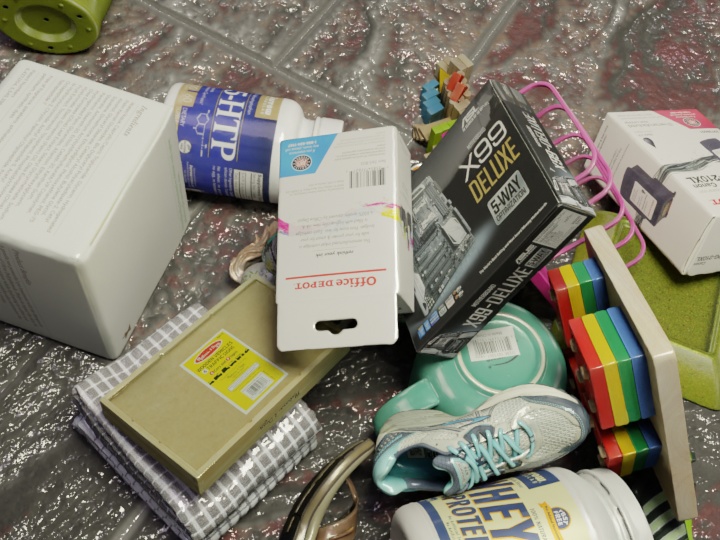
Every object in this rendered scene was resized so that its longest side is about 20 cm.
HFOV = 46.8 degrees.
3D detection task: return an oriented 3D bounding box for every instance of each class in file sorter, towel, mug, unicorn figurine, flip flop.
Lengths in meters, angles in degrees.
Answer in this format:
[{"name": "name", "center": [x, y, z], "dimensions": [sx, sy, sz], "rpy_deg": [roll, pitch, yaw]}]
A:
[{"name": "file sorter", "center": [0.200, -0.076, 0.869], "dimensions": [0.125, 0.200, 0.140], "rpy_deg": [-32, 52, 15]}, {"name": "towel", "center": [-0.160, 0.140, 0.797], "dimensions": [0.200, 0.086, 0.165], "rpy_deg": [40, 62, 18]}, {"name": "mug", "center": [0.119, 0.117, 0.820], "dimensions": [0.151, 0.115, 0.185], "rpy_deg": [30, 60, 13]}, {"name": "unicorn figurine", "center": [-0.070, 0.040, 0.883], "dimensions": [0.137, 0.074, 0.200], "rpy_deg": [-33, 51, -22]}, {"name": "flip flop", "center": [-0.038, 0.243, 0.755], "dimensions": [0.057, 0.081, 0.201], "rpy_deg": [33, 61, -5]}]

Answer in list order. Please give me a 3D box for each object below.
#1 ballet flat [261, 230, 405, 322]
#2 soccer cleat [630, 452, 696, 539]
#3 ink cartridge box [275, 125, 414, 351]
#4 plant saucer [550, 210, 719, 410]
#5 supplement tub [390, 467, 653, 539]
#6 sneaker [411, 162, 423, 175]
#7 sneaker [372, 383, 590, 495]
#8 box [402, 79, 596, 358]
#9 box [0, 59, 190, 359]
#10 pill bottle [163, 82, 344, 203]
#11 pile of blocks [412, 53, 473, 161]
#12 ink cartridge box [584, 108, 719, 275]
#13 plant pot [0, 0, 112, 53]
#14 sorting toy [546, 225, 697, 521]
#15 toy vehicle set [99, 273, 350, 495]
[{"name": "ballet flat", "center": [0.000, 0.000, 0.851], "dimensions": [0.198, 0.072, 0.073], "rpy_deg": [19, 56, -16]}, {"name": "soccer cleat", "center": [0.279, 0.253, 0.789], "dimensions": [0.080, 0.068, 0.201], "rpy_deg": [4, 51, 9]}, {"name": "ink cartridge box", "center": [-0.013, -0.021, 0.761], "dimensions": [0.114, 0.068, 0.202], "rpy_deg": [-5, 71, 15]}, {"name": "plant saucer", "center": [0.335, 0.027, 0.937], "dimensions": [0.198, 0.048, 0.201], "rpy_deg": [21, 58, 8]}, {"name": "supplement tub", "center": [0.137, 0.255, 0.720], "dimensions": [0.198, 0.146, 0.146], "rpy_deg": [-11, 60, -12]}, {"name": "sneaker", "center": [0.052, -0.069, 0.952], "dimensions": [0.198, 0.079, 0.080], "rpy_deg": [-12, 64, -26]}, {"name": "sneaker", "center": [0.102, 0.160, 0.722], "dimensions": [0.198, 0.078, 0.086], "rpy_deg": [-17, 12, 20]}, {"name": "box", "center": [0.101, -0.044, 0.754], "dimensions": [0.049, 0.200, 0.159], "rpy_deg": [12, 43, -35]}, {"name": "box", "center": [-0.292, -0.058, 0.837], "dimensions": [0.170, 0.200, 0.201], "rpy_deg": [19, 58, 5]}, {"name": "pill bottle", "center": [-0.122, -0.142, 0.954], "dimensions": [0.198, 0.120, 0.121], "rpy_deg": [8, 58, -1]}, {"name": "pile of blocks", "center": [0.108, -0.205, 1.049], "dimensions": [0.081, 0.062, 0.202], "rpy_deg": [1, 58, -5]}, {"name": "ink cartridge box", "center": [0.379, -0.096, 0.958], "dimensions": [0.143, 0.085, 0.201], "rpy_deg": [-7, 45, -23]}, {"name": "plant pot", "center": [-0.389, -0.391, 1.054], "dimensions": [0.198, 0.201, 0.195], "rpy_deg": [2, 70, -5]}, {"name": "sorting toy", "center": [0.234, 0.097, 0.773], "dimensions": [0.069, 0.200, 0.201], "rpy_deg": [-16, 32, 7]}, {"name": "toy vehicle set", "center": [-0.118, 0.094, 0.758], "dimensions": [0.124, 0.027, 0.200], "rpy_deg": [31, 53, 26]}]
